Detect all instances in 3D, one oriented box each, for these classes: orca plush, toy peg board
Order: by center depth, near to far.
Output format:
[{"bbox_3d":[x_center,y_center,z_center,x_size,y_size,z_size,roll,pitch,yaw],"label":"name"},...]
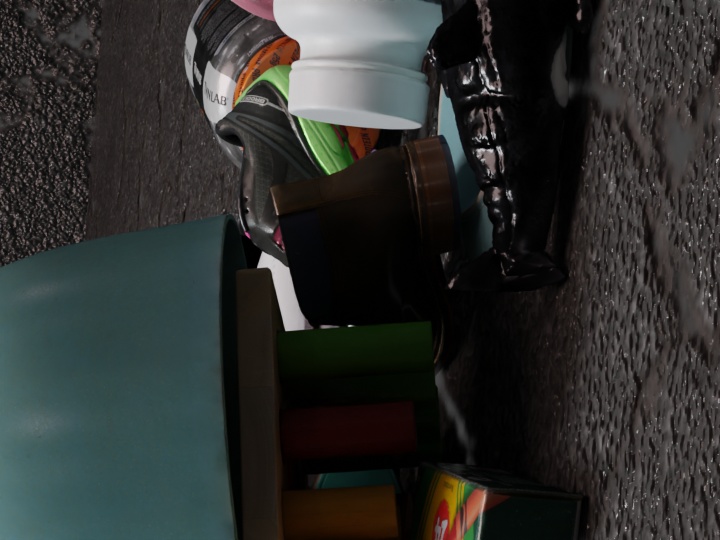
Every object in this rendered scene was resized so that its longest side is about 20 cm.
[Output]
[{"bbox_3d":[0.051,-0.091,1.107,0.105,0.071,0.202,5,88,52],"label":"orca plush"},{"bbox_3d":[-0.004,0.127,1.179,0.200,0.097,0.201,80,-174,-64],"label":"toy peg board"}]

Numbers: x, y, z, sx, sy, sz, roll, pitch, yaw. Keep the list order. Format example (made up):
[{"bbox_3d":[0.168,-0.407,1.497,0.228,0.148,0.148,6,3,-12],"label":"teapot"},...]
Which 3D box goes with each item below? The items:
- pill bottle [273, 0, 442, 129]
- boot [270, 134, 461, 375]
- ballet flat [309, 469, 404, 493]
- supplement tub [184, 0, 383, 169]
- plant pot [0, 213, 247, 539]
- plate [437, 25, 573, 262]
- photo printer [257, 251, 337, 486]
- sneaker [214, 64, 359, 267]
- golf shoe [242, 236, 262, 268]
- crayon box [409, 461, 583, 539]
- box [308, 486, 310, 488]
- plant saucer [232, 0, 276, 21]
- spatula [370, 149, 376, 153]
[{"bbox_3d":[0.007,-0.188,1.336,0.111,0.110,0.202,178,99,-77],"label":"pill bottle"},{"bbox_3d":[0.000,0.000,1.250,0.201,0.096,0.075,91,168,-54],"label":"boot"},{"bbox_3d":[-0.003,0.198,1.303,0.069,0.067,0.201,99,170,-50],"label":"ballet flat"},{"bbox_3d":[-0.049,-0.127,1.531,0.200,0.121,0.124,-121,39,-71],"label":"supplement tub"},{"bbox_3d":[-0.136,0.079,1.152,0.201,0.160,0.202,-5,-90,-88],"label":"plant pot"},{"bbox_3d":[0.070,-0.095,1.206,0.200,0.025,0.202,-174,90,-78],"label":"plate"},{"bbox_3d":[-0.045,0.068,1.509,0.200,0.069,0.168,113,162,-61],"label":"photo printer"},{"bbox_3d":[-0.029,-0.028,1.383,0.077,0.083,0.201,39,-157,-60],"label":"sneaker"},{"bbox_3d":[-0.124,-0.002,1.621,0.095,0.198,0.078,97,160,-54],"label":"golf shoe"},{"bbox_3d":[0.054,0.197,1.079,0.127,0.050,0.202,-178,94,-77],"label":"crayon box"},{"bbox_3d":[-0.079,0.188,1.375,0.200,0.105,0.123,33,-121,-72],"label":"box"},{"bbox_3d":[-0.030,-0.254,1.407,0.051,0.200,0.202,4,88,47],"label":"plant saucer"},{"bbox_3d":[0.014,0.023,1.408,0.057,0.020,0.201,119,153,-57],"label":"spatula"}]
